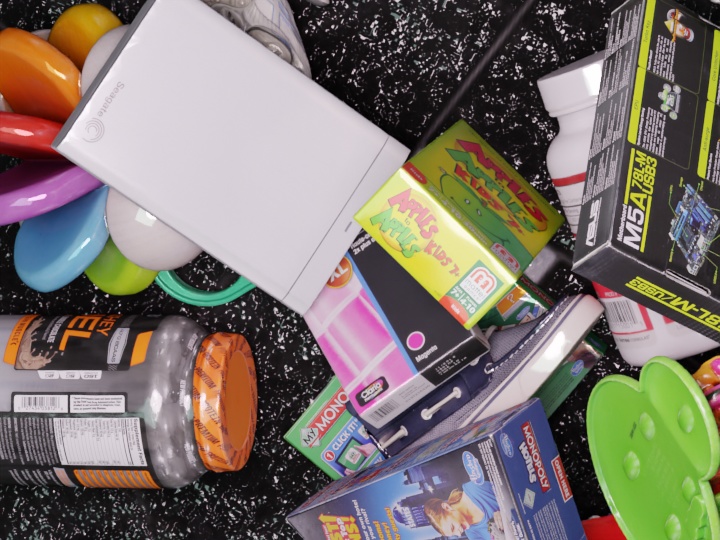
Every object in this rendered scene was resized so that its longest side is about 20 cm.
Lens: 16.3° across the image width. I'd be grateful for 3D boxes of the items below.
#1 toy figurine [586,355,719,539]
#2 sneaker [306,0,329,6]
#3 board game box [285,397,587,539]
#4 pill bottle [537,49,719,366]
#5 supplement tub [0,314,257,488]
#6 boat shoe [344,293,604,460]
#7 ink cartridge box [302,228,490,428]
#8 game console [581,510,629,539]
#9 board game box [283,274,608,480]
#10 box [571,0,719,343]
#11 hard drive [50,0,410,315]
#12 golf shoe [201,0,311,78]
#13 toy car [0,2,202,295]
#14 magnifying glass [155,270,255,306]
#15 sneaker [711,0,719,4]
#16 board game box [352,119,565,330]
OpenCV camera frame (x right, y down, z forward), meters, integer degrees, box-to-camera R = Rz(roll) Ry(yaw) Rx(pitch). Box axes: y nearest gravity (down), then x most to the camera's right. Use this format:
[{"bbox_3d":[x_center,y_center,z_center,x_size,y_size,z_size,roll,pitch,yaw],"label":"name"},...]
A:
[{"bbox_3d":[0.267,0.093,1.631,0.184,0.200,0.150,-22,60,-19],"label":"toy figurine"},{"bbox_3d":[-0.054,-0.277,1.673,0.087,0.075,0.200,-33,102,6],"label":"sneaker"},{"bbox_3d":[0.056,0.193,1.672,0.200,0.062,0.200,-7,107,41],"label":"board game box"},{"bbox_3d":[0.190,-0.047,1.650,0.112,0.112,0.200,-20,97,17],"label":"pill bottle"},{"bbox_3d":[-0.180,0.092,1.765,0.199,0.123,0.123,0,102,13],"label":"supplement tub"},{"bbox_3d":[0.070,0.063,1.682,0.093,0.075,0.200,45,120,4],"label":"boat shoe"},{"bbox_3d":[0.000,0.000,1.686,0.095,0.037,0.200,-36,58,9],"label":"ink cartridge box"},{"bbox_3d":[0.133,0.248,1.760,0.172,0.119,0.200,15,117,40],"label":"game console"},{"bbox_3d":[0.058,0.085,1.755,0.135,0.029,0.200,41,108,3],"label":"board game box"},{"bbox_3d":[0.231,-0.051,1.567,0.193,0.200,0.048,23,147,-20],"label":"box"},{"bbox_3d":[-0.082,-0.079,1.636,0.200,0.027,0.132,34,86,-18],"label":"hard drive"},{"bbox_3d":[-0.091,-0.189,1.688,0.078,0.097,0.200,-18,108,13],"label":"golf shoe"},{"bbox_3d":[-0.200,-0.074,1.694,0.175,0.150,0.200,2,106,51],"label":"toy car"},{"bbox_3d":[-0.055,-0.019,1.766,0.200,0.022,0.080,-4,101,16],"label":"magnifying glass"},{"bbox_3d":[0.232,-0.188,1.630,0.199,0.074,0.116,4,100,11],"label":"sneaker"},{"bbox_3d":[0.068,-0.034,1.636,0.102,0.200,0.048,44,108,1],"label":"board game box"}]
